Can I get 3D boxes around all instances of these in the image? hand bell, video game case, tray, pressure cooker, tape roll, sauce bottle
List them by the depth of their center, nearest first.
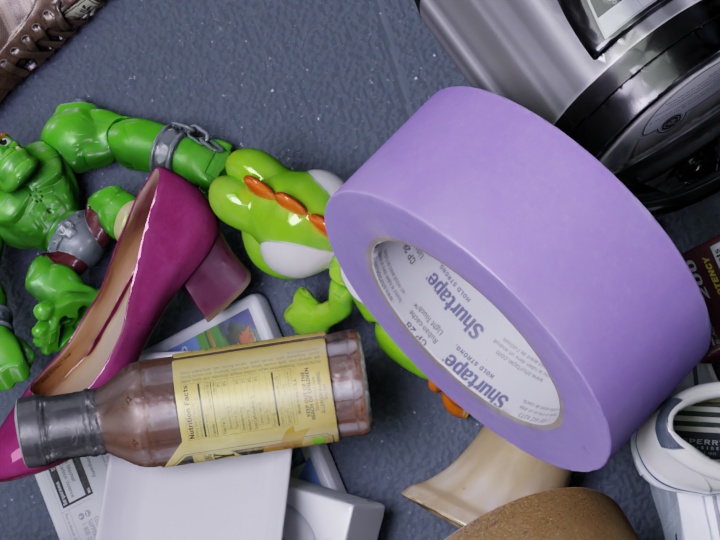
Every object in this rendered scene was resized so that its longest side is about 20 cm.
[{"bbox_3d":[0.081,0.006,1.457,0.200,0.200,0.085,39,72,20],"label":"tape roll"},{"bbox_3d":[0.148,-0.129,1.517,0.176,0.178,0.200,-45,71,33],"label":"pressure cooker"},{"bbox_3d":[-0.094,0.076,1.575,0.199,0.065,0.065,-8,83,1],"label":"sauce bottle"},{"bbox_3d":[0.113,0.062,1.576,0.104,0.104,0.201,25,85,22],"label":"hand bell"},{"bbox_3d":[-0.092,0.120,1.590,0.107,0.022,0.200,-2,41,6],"label":"tray"},{"bbox_3d":[-0.098,0.142,1.682,0.182,0.022,0.201,-27,76,19],"label":"video game case"}]

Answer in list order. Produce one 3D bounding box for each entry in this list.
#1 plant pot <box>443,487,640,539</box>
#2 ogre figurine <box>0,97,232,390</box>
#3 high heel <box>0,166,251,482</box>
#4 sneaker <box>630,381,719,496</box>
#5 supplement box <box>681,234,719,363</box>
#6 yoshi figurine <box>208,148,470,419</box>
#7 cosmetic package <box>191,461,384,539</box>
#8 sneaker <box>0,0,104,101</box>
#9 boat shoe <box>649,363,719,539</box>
[{"bbox_3d":[0.121,0.248,1.467,0.187,0.186,0.200,-49,54,13],"label":"plant pot"},{"bbox_3d":[-0.183,-0.026,1.684,0.120,0.098,0.200,35,93,30],"label":"ogre figurine"},{"bbox_3d":[-0.160,0.031,1.617,0.200,0.096,0.067,-45,36,-12],"label":"high heel"},{"bbox_3d":[0.245,0.093,1.478,0.199,0.071,0.073,-3,79,-7],"label":"sneaker"},{"bbox_3d":[0.269,-0.018,1.492,0.199,0.109,0.061,-27,78,20],"label":"supplement box"},{"bbox_3d":[0.004,-0.003,1.624,0.200,0.112,0.112,33,136,8],"label":"yoshi figurine"},{"bbox_3d":[-0.083,0.214,1.632,0.150,0.052,0.201,14,92,26],"label":"cosmetic package"},{"bbox_3d":[-0.199,-0.168,1.716,0.075,0.070,0.201,27,98,21],"label":"sneaker"},{"bbox_3d":[0.197,0.112,1.544,0.066,0.074,0.201,-6,78,-9],"label":"boat shoe"}]
